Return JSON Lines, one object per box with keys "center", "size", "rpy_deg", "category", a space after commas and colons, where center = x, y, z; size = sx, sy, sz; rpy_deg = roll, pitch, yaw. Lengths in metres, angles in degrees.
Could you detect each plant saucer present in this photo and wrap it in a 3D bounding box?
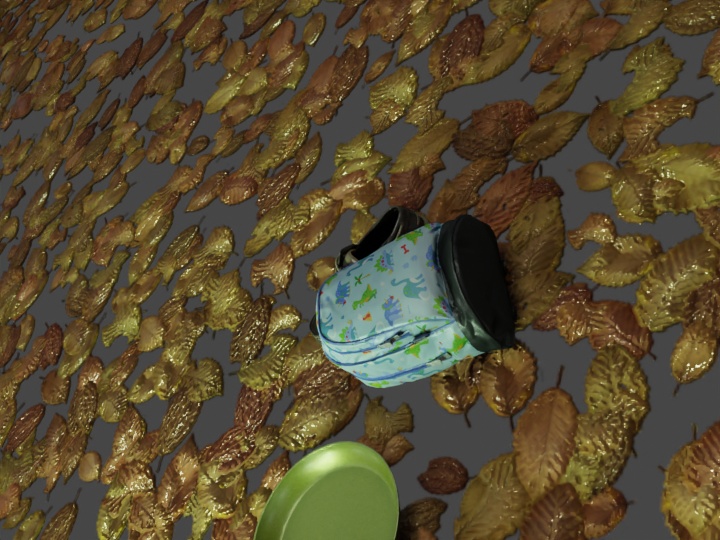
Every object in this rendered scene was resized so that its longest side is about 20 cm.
{"center": [-0.032, 0.279, 1.031], "size": [0.200, 0.031, 0.201], "rpy_deg": [-26, 44, 28], "category": "plant saucer"}

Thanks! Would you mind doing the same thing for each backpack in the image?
{"center": [0.049, 0.043, 1.067], "size": [0.200, 0.153, 0.164], "rpy_deg": [-36, 45, 39], "category": "backpack"}

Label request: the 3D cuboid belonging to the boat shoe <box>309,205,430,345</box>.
{"center": [0.000, 0.000, 1.186], "size": [0.200, 0.073, 0.074], "rpy_deg": [-51, 38, 1], "category": "boat shoe"}
